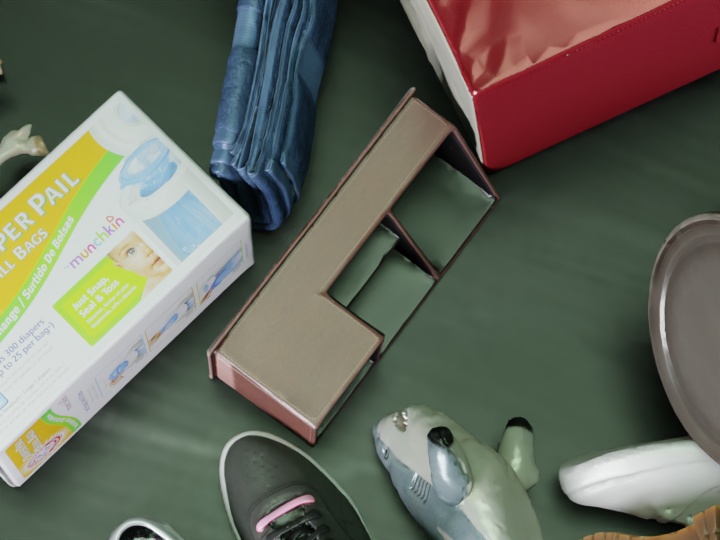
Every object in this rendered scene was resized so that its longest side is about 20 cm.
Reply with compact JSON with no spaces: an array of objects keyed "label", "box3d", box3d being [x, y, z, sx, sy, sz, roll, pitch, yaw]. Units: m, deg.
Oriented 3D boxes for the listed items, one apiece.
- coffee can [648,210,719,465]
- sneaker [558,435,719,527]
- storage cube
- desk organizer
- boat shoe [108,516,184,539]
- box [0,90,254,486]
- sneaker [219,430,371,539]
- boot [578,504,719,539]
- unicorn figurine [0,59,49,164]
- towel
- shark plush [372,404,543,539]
[{"label":"coffee can","box3d":[0.283,0.020,1.213,0.200,0.146,0.147,-14,74,-27]},{"label":"sneaker","box3d":[0.215,0.138,1.255,0.199,0.075,0.089,-2,88,-2]},{"label":"storage cube","box3d":[0.115,-0.183,1.276,0.179,0.200,0.171,-25,77,-1]},{"label":"desk organizer","box3d":[0.000,0.000,1.284,0.077,0.072,0.200,36,77,6]},{"label":"boat shoe","box3d":[-0.076,0.220,1.222,0.072,0.069,0.200,-30,77,-9]},{"label":"box","box3d":[-0.170,0.013,1.261,0.112,0.101,0.200,43,78,10]},{"label":"sneaker","box3d":[-0.019,0.169,1.222,0.071,0.099,0.200,-29,76,-7]},{"label":"boot","box3d":[0.191,0.181,1.210,0.107,0.200,0.075,15,64,-40]},{"label":"unicorn figurine","box3d":[-0.256,-0.057,1.301,0.137,0.074,0.200,-27,59,-10]},{"label":"towel","box3d":[-0.045,-0.131,1.297,0.048,0.112,0.201,7,74,8]},{"label":"shark plush","box3d":[0.071,0.168,1.250,0.083,0.091,0.200,-27,87,35]}]
